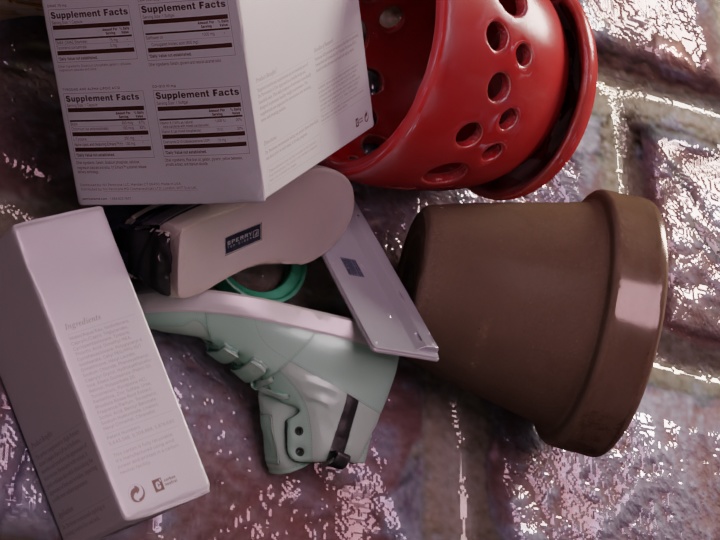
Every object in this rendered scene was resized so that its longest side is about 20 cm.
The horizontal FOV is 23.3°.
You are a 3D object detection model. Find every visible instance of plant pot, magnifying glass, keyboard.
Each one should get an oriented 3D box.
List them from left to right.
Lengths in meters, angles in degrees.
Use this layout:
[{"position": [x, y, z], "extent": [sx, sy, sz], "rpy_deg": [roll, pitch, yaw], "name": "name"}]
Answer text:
[{"position": [-0.116, -0.054, 1.278], "extent": [0.200, 0.022, 0.080], "rpy_deg": [46, 54, -8], "name": "magnifying glass"}, {"position": [0.000, 0.000, 1.270], "extent": [0.056, 0.011, 0.201], "rpy_deg": [5, 33, -26], "name": "keyboard"}, {"position": [0.069, -0.157, 1.330], "extent": [0.181, 0.200, 0.203], "rpy_deg": [8, 67, -35], "name": "plant pot"}, {"position": [0.117, 0.027, 1.313], "extent": [0.173, 0.201, 0.202], "rpy_deg": [11, 64, -9], "name": "plant pot"}]

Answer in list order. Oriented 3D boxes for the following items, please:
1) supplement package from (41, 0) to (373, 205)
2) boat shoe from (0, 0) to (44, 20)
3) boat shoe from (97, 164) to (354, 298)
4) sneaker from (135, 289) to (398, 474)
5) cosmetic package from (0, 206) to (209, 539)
[{"position": [-0.100, -0.168, 1.163], "extent": [0.191, 0.145, 0.202], "rpy_deg": [-40, 127, -60], "name": "supplement package"}, {"position": [-0.231, -0.218, 1.237], "extent": [0.198, 0.069, 0.075], "rpy_deg": [3, 70, -32], "name": "boat shoe"}, {"position": [-0.098, -0.040, 1.227], "extent": [0.199, 0.092, 0.076], "rpy_deg": [-17, 119, -47], "name": "boat shoe"}, {"position": [-0.075, 0.079, 1.221], "extent": [0.198, 0.074, 0.120], "rpy_deg": [13, 88, -11], "name": "sneaker"}, {"position": [-0.180, 0.070, 1.138], "extent": [0.074, 0.101, 0.202], "rpy_deg": [-16, 82, -37], "name": "cosmetic package"}]
